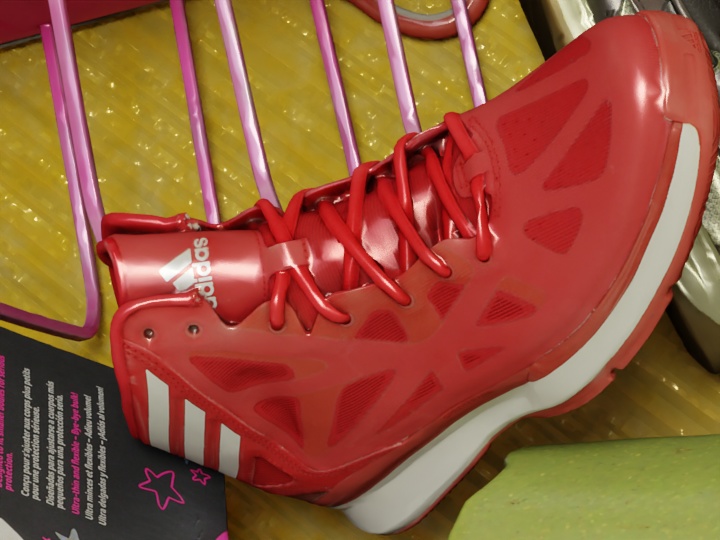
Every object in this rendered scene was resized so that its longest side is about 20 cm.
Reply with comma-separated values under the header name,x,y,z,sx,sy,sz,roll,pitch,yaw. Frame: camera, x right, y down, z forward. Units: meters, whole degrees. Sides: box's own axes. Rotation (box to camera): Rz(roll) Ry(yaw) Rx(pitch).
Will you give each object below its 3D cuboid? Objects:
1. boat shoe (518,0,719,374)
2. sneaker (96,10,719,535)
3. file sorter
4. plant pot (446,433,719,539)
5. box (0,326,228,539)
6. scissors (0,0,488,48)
name,x,y,z,sx,sy,sz,roll,pitch,yaw
boat shoe,0.092,-0.068,0.779,0.065,0.073,0.200,-22,79,1
sneaker,0.000,0.000,0.656,0.200,0.115,0.078,-55,33,39
file sorter,-0.066,-0.051,0.769,0.200,0.139,0.126,-13,81,12
plant pot,0.123,0.117,0.673,0.190,0.200,0.200,4,76,28
box,-0.114,0.125,0.683,0.132,0.115,0.200,-54,25,30
scissors,-0.046,-0.108,0.851,0.200,0.014,0.073,-2,79,15
